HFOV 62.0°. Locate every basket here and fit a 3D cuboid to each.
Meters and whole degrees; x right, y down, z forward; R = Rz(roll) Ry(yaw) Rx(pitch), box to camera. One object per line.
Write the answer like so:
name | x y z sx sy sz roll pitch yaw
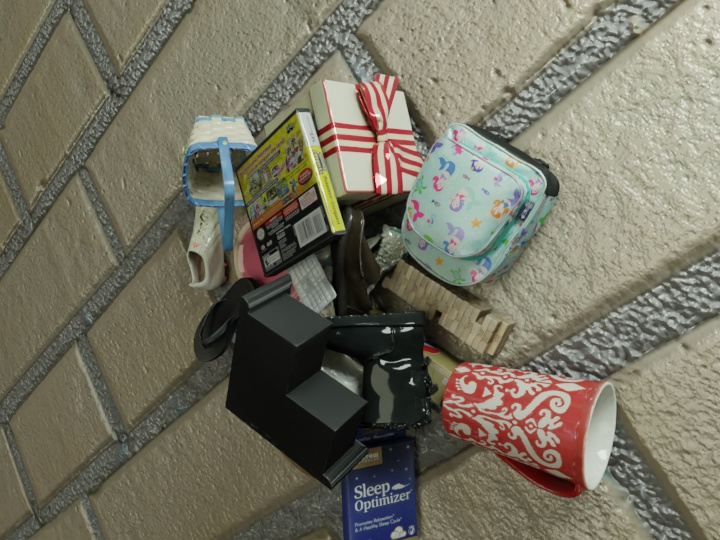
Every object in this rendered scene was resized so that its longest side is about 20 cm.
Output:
basket | -0.241 -0.157 1.052 0.177 0.138 0.201 110 147 -51

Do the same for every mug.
mug | 0.218 0.216 0.802 0.199 0.133 0.179 8 96 37

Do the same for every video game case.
video game case | -0.108 -0.104 0.867 0.200 0.025 0.182 -26 78 50

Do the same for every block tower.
block tower | 0.129 0.048 0.896 0.200 0.054 0.058 33 109 28

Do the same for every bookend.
bookend | -0.071 0.145 0.802 0.198 0.092 0.201 29 124 24

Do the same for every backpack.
backpack | 0.150 -0.080 0.824 0.177 0.150 0.201 39 118 24

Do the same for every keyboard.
keyboard | -0.096 -0.018 0.926 0.056 0.011 0.201 -40 56 15

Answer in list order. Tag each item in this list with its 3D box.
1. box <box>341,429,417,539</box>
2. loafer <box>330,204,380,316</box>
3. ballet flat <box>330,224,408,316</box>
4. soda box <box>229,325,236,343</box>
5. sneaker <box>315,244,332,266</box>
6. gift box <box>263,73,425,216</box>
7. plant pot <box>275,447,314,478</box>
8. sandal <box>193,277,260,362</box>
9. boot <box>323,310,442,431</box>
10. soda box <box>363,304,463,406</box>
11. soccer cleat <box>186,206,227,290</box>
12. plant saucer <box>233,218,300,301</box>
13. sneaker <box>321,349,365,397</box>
box | 0.029 0.339 0.944 0.032 0.120 0.201 179 88 -66
loafer | -0.006 -0.012 0.886 0.073 0.071 0.201 -106 14 -47
ballet flat | 0.000 0.000 0.969 0.200 0.072 0.072 -48 68 23
soda box | -0.175 0.112 1.098 0.199 0.063 0.069 17 101 32
sneaker | -0.102 -0.059 1.002 0.200 0.082 0.074 39 95 34
gift box | -0.010 -0.181 0.904 0.186 0.199 0.186 -18 87 49
plant pot | -0.080 0.227 0.975 0.093 0.201 0.201 -39 71 9
sandal | -0.254 0.087 1.086 0.076 0.043 0.200 49 116 23
boot | 0.013 0.143 0.854 0.197 0.073 0.164 -3 85 4
soda box | 0.066 0.130 0.937 0.199 0.064 0.068 31 110 28
soccer cleat | -0.300 -0.061 1.164 0.069 0.077 0.201 -1 92 34
plant saucer | -0.160 -0.023 1.089 0.200 0.051 0.202 3 95 35
sneaker | -0.036 0.165 0.956 0.199 0.147 0.081 30 76 5
